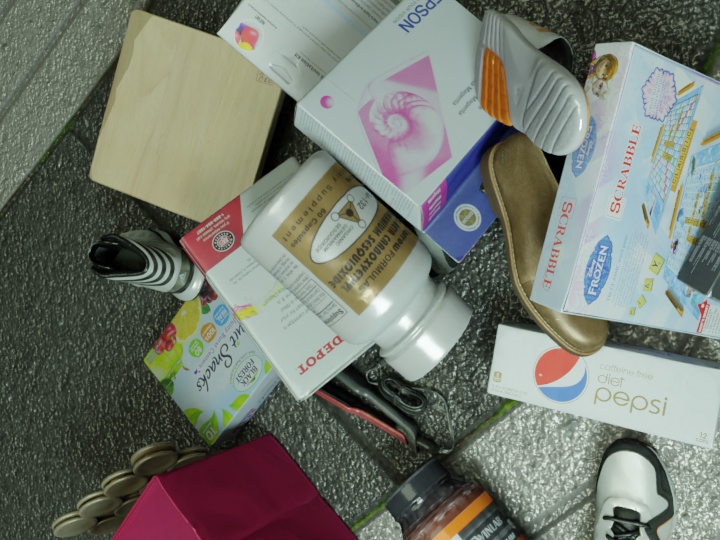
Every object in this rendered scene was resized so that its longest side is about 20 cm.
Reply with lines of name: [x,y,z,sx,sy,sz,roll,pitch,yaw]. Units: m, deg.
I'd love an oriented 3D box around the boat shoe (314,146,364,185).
boat shoe: [0.000,-0.147,0.801,0.200,0.062,0.073,-41,73,21]

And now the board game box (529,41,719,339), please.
board game box: [0.244,-0.055,0.610,0.041,0.197,0.203,24,101,59]

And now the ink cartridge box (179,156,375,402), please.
ink cartridge box: [-0.066,0.013,0.776,0.145,0.083,0.201,-37,83,-11]

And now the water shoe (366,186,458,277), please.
water shoe: [0.029,-0.078,0.754,0.078,0.071,0.202,-20,103,34]

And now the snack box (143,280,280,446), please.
snack box: [-0.149,0.082,0.883,0.142,0.053,0.201,44,108,18]

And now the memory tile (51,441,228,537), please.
memory tile: [-0.250,0.258,0.882,0.199,0.153,0.017,-38,59,21]

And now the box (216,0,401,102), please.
box: [-0.026,-0.273,0.777,0.155,0.041,0.201,38,99,-8]

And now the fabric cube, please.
fabric cube: [-0.145,0.327,0.801,0.200,0.199,0.197,45,110,19]

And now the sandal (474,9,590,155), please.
sandal: [0.147,-0.148,0.606,0.208,0.058,0.080,-112,22,-53]

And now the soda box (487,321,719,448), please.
soda box: [0.221,0.099,0.689,0.197,0.063,0.069,11,93,26]

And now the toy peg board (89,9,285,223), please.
toy peg board: [-0.188,-0.172,0.894,0.197,0.098,0.203,20,100,9]

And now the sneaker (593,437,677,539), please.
sneaker: [0.240,0.254,0.672,0.073,0.080,0.204,0,89,28]

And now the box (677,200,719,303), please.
box: [0.365,-0.046,0.580,0.156,0.050,0.202,23,102,-12]

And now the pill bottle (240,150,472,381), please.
pill bottle: [0.000,0.000,0.678,0.200,0.114,0.114,42,109,-6]

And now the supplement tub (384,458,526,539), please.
supplement tub: [0.111,0.282,0.722,0.107,0.107,0.200,-48,71,19]

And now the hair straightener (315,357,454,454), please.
hair straightener: [0.018,0.128,0.804,0.199,0.041,0.078,30,103,24]

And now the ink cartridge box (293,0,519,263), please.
ink cartridge box: [0.074,-0.144,0.692,0.199,0.043,0.197,39,69,6]

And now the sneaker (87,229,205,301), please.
sneaker: [-0.276,-0.024,0.891,0.199,0.115,0.077,14,84,45]

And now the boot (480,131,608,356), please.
boot: [0.168,-0.024,0.639,0.075,0.073,0.202,-26,86,62]
